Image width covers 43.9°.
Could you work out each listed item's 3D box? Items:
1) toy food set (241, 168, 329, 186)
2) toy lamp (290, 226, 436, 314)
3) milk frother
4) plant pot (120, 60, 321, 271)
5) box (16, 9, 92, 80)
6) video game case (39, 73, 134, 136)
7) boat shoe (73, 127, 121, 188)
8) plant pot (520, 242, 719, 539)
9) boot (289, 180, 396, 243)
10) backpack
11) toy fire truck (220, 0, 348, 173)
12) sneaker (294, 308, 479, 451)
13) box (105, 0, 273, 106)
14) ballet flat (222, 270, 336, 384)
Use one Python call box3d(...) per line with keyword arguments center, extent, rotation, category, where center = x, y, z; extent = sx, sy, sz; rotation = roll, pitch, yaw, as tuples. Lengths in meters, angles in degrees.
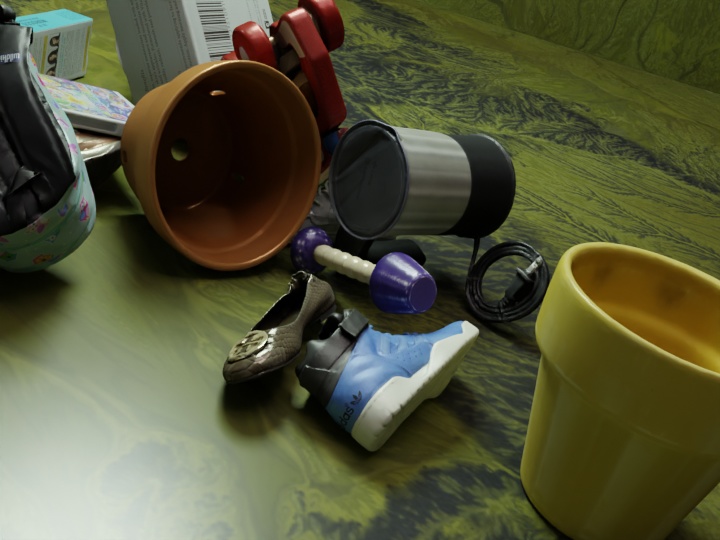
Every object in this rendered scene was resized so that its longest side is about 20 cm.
box3d(center=(-0.101, -0.189, 1.139), extent=(0.196, 0.048, 0.204), rotation=(-15, 79, -54), category="toy food set")
box3d(center=(0.000, 0.000, 0.866), extent=(0.057, 0.060, 0.198), rotation=(-2, 12, -36), category="toy lamp")
box3d(center=(0.088, -0.047, 0.941), extent=(0.186, 0.184, 0.199), rotation=(-3, 26, -45), category="milk frother")
box3d(center=(-0.157, -0.115, 0.919), extent=(0.197, 0.205, 0.139), rotation=(-4, 16, -40), category="plant pot")
box3d(center=(-0.429, -0.287, 1.176), extent=(0.048, 0.084, 0.200), rotation=(20, 25, 8), category="box")
box3d(center=(-0.326, -0.183, 0.949), extent=(0.197, 0.018, 0.143), rotation=(7, 21, -41), category="video game case")
box3d(center=(-0.307, -0.122, 0.918), extent=(0.072, 0.075, 0.200), rotation=(51, 29, 2), category="boat shoe")
box3d(center=(0.217, 0.109, 0.707), extent=(0.196, 0.192, 0.202), rotation=(15, 25, -7), category="plant pot")
box3d(center=(-0.037, -0.084, 1.025), extent=(0.196, 0.097, 0.074), rotation=(3, 28, -29), category="boot")
box3d(center=(-0.310, -0.101, 0.769), extent=(0.166, 0.127, 0.201), rotation=(-35, 74, -9), category="backpack")
box3d(center=(-0.064, -0.198, 0.993), extent=(0.111, 0.170, 0.200), rotation=(-30, 2, -19), category="toy fire truck")
box3d(center=(0.022, 0.069, 0.783), extent=(0.111, 0.078, 0.199), rotation=(37, 36, 16), category="sneaker")
box3d(center=(-0.213, -0.307, 1.189), extent=(0.128, 0.204, 0.199), rotation=(-8, 12, 30), category="box")
box3d(center=(-0.070, 0.044, 0.781), extent=(0.066, 0.047, 0.200), rotation=(-11, 14, 22), category="ballet flat")
